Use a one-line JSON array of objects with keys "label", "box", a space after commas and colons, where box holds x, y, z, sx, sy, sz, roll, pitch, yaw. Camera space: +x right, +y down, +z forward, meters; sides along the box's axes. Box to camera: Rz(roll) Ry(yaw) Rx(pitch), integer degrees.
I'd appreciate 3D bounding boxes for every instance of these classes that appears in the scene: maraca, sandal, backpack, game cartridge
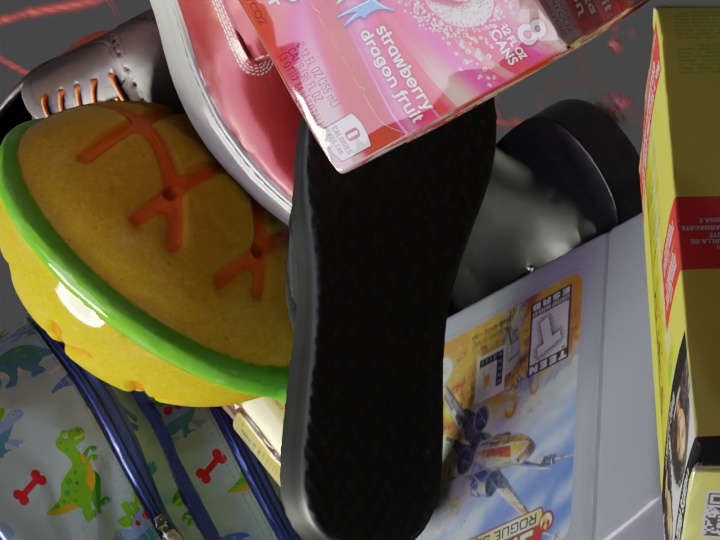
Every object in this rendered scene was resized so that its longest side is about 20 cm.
[{"label": "maraca", "box": [-0.061, 0.005, 1.067, 0.200, 0.137, 0.107, 33, 117, -17]}, {"label": "sandal", "box": [0.044, -0.003, 1.008, 0.076, 0.043, 0.200, 52, 150, 12]}, {"label": "backpack", "box": [-0.111, 0.111, 1.222, 0.201, 0.147, 0.183, 59, 171, -19]}, {"label": "sandal", "box": [-0.001, 0.000, 0.948, 0.048, 0.075, 0.202, -10, 68, 60]}, {"label": "game cartridge", "box": [0.056, 0.068, 0.936, 0.041, 0.134, 0.200, 30, 141, -27]}]

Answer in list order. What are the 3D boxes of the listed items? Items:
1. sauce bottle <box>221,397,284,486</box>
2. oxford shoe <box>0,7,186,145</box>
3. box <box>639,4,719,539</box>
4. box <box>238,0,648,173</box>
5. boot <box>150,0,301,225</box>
[{"label": "sauce bottle", "box": [0.019, 0.110, 1.130, 0.200, 0.066, 0.066, 52, 150, 13]}, {"label": "oxford shoe", "box": [-0.097, -0.071, 1.131, 0.200, 0.072, 0.071, -14, 104, 60]}, {"label": "box", "box": [0.112, 0.009, 0.784, 0.201, 0.050, 0.076, -86, -2, -46]}, {"label": "box", "box": [0.001, -0.147, 0.858, 0.099, 0.095, 0.201, -28, 94, 34]}, {"label": "boot", "box": [-0.020, -0.113, 0.981, 0.144, 0.072, 0.201, -26, 91, 59]}]
